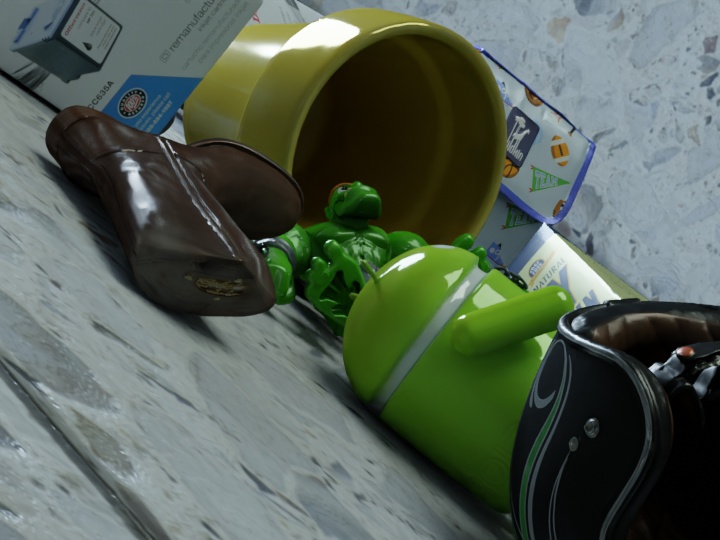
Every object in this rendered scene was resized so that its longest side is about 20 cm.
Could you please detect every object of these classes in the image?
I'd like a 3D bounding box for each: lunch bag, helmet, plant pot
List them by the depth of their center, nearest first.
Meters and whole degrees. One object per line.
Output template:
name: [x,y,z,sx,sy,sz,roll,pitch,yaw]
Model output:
helmet: [0.174,0.125,1.323,0.198,0.193,0.200,2,13,-1]
plant pot: [-0.027,-0.099,1.742,0.200,0.202,0.188,33,-5,-40]
lunch bag: [0.093,-0.083,2.162,0.170,0.200,0.124,37,7,-22]

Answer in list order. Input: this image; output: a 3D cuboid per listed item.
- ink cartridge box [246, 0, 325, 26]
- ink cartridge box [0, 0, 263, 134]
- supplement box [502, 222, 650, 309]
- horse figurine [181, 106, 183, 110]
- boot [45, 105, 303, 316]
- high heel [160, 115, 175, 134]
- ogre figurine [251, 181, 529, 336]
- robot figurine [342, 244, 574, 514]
ink cartridge box: [-0.062,-0.155,2.050,0.199,0.084,0.146,25,36,-43]
ink cartridge box: [-0.189,-0.192,1.603,0.199,0.147,0.086,34,10,-33]
supplement box: [0.202,0.101,1.839,0.199,0.135,0.200,35,8,-31]
horse figurine: [-0.204,-0.224,2.055,0.200,0.050,0.133,47,29,-8]
boot: [-0.078,-0.020,1.395,0.185,0.065,0.200,14,16,-31]
high heel: [-0.217,-0.191,1.739,0.143,0.071,0.200,51,-1,43]
ogre figurine: [0.000,0.000,1.587,0.120,0.199,0.099,31,-48,60]
robot figurine: [0.074,0.066,1.464,0.200,0.116,0.176,38,-19,5]
